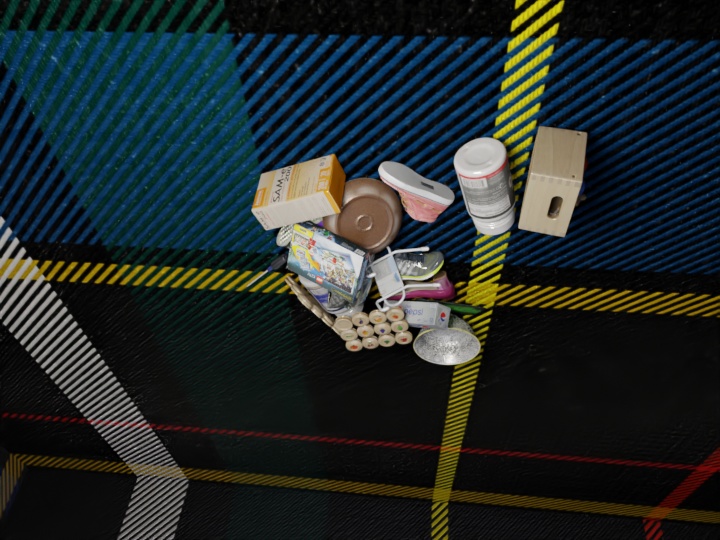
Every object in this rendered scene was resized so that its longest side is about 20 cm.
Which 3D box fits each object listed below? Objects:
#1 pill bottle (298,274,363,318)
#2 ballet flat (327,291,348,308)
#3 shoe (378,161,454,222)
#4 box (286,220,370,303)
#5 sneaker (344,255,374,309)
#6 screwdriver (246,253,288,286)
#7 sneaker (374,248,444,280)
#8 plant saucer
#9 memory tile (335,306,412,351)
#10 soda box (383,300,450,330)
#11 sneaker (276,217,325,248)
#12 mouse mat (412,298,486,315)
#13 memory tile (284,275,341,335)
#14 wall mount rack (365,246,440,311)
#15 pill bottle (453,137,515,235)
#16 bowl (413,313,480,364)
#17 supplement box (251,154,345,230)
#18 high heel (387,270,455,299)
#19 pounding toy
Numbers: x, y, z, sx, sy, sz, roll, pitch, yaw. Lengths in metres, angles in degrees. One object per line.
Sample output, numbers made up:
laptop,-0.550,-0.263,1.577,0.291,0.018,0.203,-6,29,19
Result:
pill bottle,-0.073,0.049,1.628,0.118,0.121,0.201,-14,137,24
ballet flat,-0.079,0.007,1.486,0.056,0.066,0.202,-21,111,-13
shoe,0.115,-0.176,1.366,0.198,0.072,0.091,19,134,-21
box,-0.082,-0.026,1.422,0.198,0.038,0.138,27,127,17
sneaker,0.000,0.000,1.562,0.077,0.086,0.203,22,103,27
screwdriver,-0.272,0.008,1.675,0.028,0.029,0.199,33,129,-28
sneaker,0.125,-0.020,1.557,0.197,0.075,0.081,-13,134,20
plant saucer,0.008,-0.119,1.410,0.197,0.037,0.203,-4,116,-9
memory tile,0.038,0.168,1.642,0.197,0.017,0.154,-10,132,12
soda box,0.155,0.125,1.662,0.198,0.064,0.068,0,164,45
sneaker,-0.118,-0.105,1.499,0.099,0.070,0.199,29,139,-36
mouse mat,0.246,0.105,1.680,0.197,0.008,0.161,7,168,-2
memory tile,-0.132,0.100,1.684,0.017,0.153,0.200,-45,130,0
wall mount rack,0.104,0.014,1.512,0.172,0.075,0.202,-26,122,-6
pill bottle,0.282,-0.182,1.303,0.112,0.115,0.201,-9,139,18
bowl,0.259,0.192,1.771,0.198,0.095,0.202,4,140,3
supplement box,-0.141,-0.181,1.358,0.197,0.127,0.074,-12,138,20
high heel,0.166,0.067,1.658,0.198,0.068,0.097,-20,125,11
pounding toy,0.426,-0.179,1.251,0.140,0.185,0.201,12,142,13
